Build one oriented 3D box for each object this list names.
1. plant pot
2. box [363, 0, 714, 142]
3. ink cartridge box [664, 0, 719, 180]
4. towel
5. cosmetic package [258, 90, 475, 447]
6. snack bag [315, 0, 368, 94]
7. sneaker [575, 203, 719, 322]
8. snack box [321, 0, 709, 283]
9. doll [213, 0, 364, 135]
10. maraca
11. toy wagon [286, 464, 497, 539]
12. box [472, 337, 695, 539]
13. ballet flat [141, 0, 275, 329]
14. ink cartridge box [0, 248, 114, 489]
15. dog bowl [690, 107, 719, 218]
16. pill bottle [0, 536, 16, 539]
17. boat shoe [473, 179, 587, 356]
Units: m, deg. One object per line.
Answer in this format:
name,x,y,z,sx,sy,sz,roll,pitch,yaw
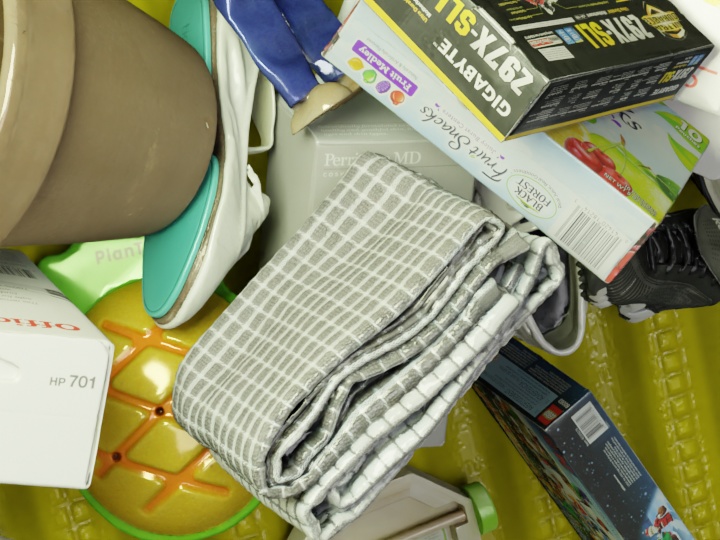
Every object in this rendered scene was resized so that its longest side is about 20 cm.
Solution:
plant pot,-0.177,-0.089,1.482,0.174,0.200,0.201,12,102,-43
box,0.084,-0.150,1.491,0.049,0.160,0.200,-51,162,29
ink cartridge box,0.185,-0.163,1.595,0.116,0.067,0.201,22,101,20
towel,-0.003,0.034,1.466,0.200,0.165,0.086,-48,111,-7
cosmetic package,0.000,0.000,1.605,0.106,0.090,0.201,-5,117,-20
snack bag,0.087,-0.159,1.638,0.199,0.021,0.190,16,100,-26
sneaker,0.178,-0.012,1.622,0.090,0.200,0.067,-11,80,14
snack box,0.089,-0.095,1.523,0.200,0.142,0.053,39,117,1
doll,-0.064,-0.177,1.531,0.201,0.048,0.136,56,41,-1
maraca,-0.115,0.056,1.580,0.136,0.107,0.201,-13,91,-1
toy wagon,0.022,0.222,1.717,0.154,0.040,0.201,-20,113,-14
box,0.147,0.135,1.684,0.038,0.137,0.200,-40,115,-8
ballet flat,-0.077,-0.062,1.550,0.069,0.069,0.202,11,75,-23
ink cartridge box,-0.230,0.043,1.475,0.145,0.200,0.087,7,103,-22
dog bowl,0.278,-0.106,1.699,0.199,0.074,0.202,-6,109,-19
pill bottle,-0.285,0.177,1.543,0.199,0.112,0.113,14,101,-24
boat shoe,0.096,-0.043,1.631,0.071,0.066,0.201,-15,113,-16
